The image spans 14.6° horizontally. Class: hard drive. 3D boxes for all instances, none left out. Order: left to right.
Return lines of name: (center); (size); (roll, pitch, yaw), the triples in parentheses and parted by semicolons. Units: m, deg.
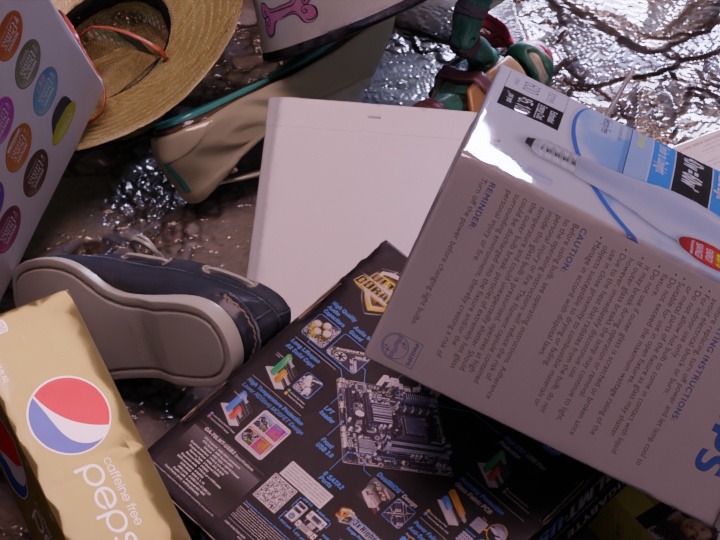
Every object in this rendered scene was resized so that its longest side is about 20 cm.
hard drive: (0.000, 0.000, 1.644); (0.131, 0.026, 0.201); (5, 71, 5)

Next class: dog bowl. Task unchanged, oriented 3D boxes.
dog bowl: (0.014, -0.208, 1.782); (0.199, 0.074, 0.200); (-25, 11, 5)

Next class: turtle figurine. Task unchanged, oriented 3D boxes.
turtle figurine: (0.087, -0.103, 1.772); (0.150, 0.101, 0.200); (49, 54, -8)

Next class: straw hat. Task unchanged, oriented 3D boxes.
straw hat: (-0.159, -0.133, 1.809); (0.200, 0.085, 0.202); (-8, 53, 11)

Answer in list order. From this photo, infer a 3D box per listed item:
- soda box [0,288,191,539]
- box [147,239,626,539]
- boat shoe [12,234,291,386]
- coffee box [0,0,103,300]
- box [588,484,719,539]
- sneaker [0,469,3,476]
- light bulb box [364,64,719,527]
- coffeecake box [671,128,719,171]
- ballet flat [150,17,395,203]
soda box: (-0.146, 0.117, 1.505); (0.064, 0.068, 0.201); (-22, 71, -21)
box: (0.014, 0.108, 1.533); (0.198, 0.050, 0.200); (-42, 61, -18)
boat shoe: (-0.124, 0.020, 1.635); (0.199, 0.075, 0.062); (4, 25, 46)
coffee box: (-0.300, -0.095, 1.649); (0.199, 0.198, 0.200); (18, 71, 20)
box: (0.151, 0.109, 1.575); (0.075, 0.050, 0.200); (-26, 48, -22)
sneaker: (-0.252, 0.068, 1.606); (0.199, 0.073, 0.082); (1, 42, 0)
light bulb box: (0.127, 0.008, 1.488); (0.199, 0.125, 0.198); (26, 20, 0)
coffeecake box: (0.256, 0.002, 1.671); (0.153, 0.073, 0.200); (-21, 47, -22)
ballet flat: (-0.046, -0.103, 1.798); (0.200, 0.070, 0.069); (-31, 51, -27)
